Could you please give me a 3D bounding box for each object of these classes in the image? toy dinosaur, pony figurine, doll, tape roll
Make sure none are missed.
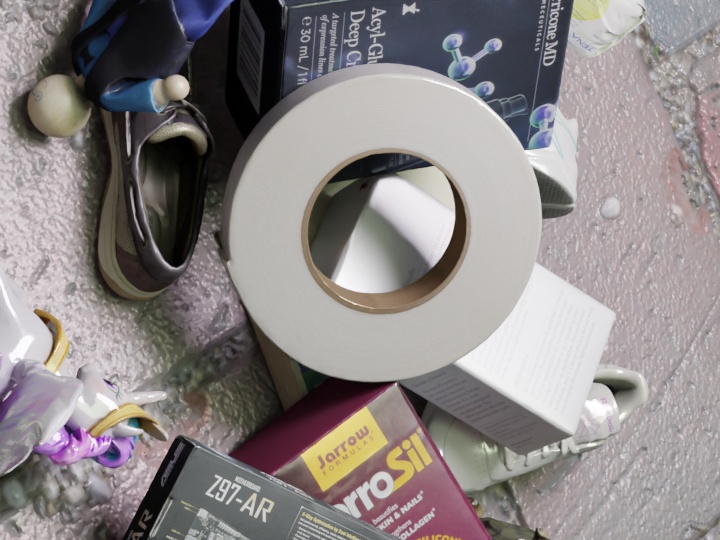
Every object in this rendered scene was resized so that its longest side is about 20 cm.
[{"bbox_3d":[0.111,0.192,1.684,0.088,0.200,0.047,36,80,-14],"label":"toy dinosaur"},{"bbox_3d":[-0.218,0.063,1.452,0.200,0.167,0.193,49,44,-4],"label":"pony figurine"},{"bbox_3d":[-0.129,-0.156,1.558,0.048,0.200,0.136,36,14,-43],"label":"doll"},{"bbox_3d":[0.012,-0.029,1.578,0.203,0.037,0.203,-3,107,-10],"label":"tape roll"}]

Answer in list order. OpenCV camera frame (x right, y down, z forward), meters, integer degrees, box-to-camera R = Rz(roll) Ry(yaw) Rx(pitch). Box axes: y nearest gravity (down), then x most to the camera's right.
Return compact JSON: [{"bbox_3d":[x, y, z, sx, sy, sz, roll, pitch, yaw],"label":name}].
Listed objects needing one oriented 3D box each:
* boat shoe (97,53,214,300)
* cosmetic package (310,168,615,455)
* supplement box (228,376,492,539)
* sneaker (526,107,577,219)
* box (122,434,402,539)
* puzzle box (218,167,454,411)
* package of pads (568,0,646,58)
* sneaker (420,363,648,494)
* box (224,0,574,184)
[{"bbox_3d":[-0.125,-0.082,1.604,0.072,0.065,0.200,16,70,-38],"label":"boat shoe"},{"bbox_3d":[0.061,0.029,1.683,0.200,0.071,0.101,32,61,-18],"label":"cosmetic package"},{"bbox_3d":[0.013,0.177,1.643,0.110,0.086,0.200,-36,107,-18],"label":"supplement box"},{"bbox_3d":[0.089,-0.119,1.812,0.200,0.070,0.080,41,50,-37],"label":"sneaker"},{"bbox_3d":[-0.058,0.214,1.549,0.200,0.044,0.160,27,88,-20],"label":"box"},{"bbox_3d":[0.000,0.000,1.728,0.200,0.025,0.133,-26,99,-42],"label":"puzzle box"},{"bbox_3d":[0.117,-0.260,1.816,0.200,0.068,0.155,39,25,-30],"label":"package of pads"},{"bbox_3d":[0.119,0.102,1.765,0.200,0.100,0.075,-23,103,-41],"label":"sneaker"},{"bbox_3d":[0.023,-0.152,1.632,0.200,0.107,0.148,-11,133,-17],"label":"box"}]
